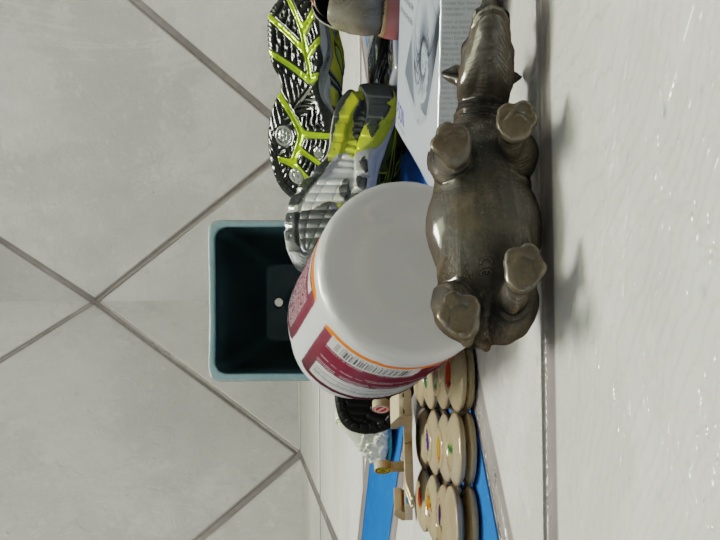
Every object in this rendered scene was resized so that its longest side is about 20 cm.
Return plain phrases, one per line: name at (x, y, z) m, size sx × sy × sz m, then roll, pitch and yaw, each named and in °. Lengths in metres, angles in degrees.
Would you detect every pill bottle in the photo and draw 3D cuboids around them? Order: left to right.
pill bottle at (0.012, 0.024, 0.757) m, size 0.200 × 0.114 × 0.114 m, roll 126°, pitch 144°, yaw -72°

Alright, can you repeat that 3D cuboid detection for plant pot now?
plant pot at (-0.083, 0.041, 1.460) m, size 0.200 × 0.195 × 0.197 m, roll 49°, pitch -139°, yaw -86°

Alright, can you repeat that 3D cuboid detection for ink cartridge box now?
ink cartridge box at (0.055, -0.170, 0.757) m, size 0.200 × 0.041 × 0.200 m, roll -106°, pitch 17°, yaw -70°

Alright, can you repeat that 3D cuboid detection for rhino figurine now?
rhino figurine at (0.063, -0.053, 0.581) m, size 0.087 × 0.060 × 0.200 m, roll 72°, pitch -161°, yaw -73°

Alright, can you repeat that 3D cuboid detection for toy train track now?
toy train track at (0.028, 0.161, 0.958) m, size 0.200 × 0.032 × 0.115 m, roll 85°, pitch -176°, yaw -54°

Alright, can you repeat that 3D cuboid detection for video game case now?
video game case at (0.028, -0.241, 1.127) m, size 0.200 × 0.023 × 0.182 m, roll 113°, pitch 157°, yaw -74°

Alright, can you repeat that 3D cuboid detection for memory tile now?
memory tile at (0.060, 0.129, 0.840) m, size 0.200 × 0.017 × 0.154 m, roll 137°, pitch 132°, yaw -82°

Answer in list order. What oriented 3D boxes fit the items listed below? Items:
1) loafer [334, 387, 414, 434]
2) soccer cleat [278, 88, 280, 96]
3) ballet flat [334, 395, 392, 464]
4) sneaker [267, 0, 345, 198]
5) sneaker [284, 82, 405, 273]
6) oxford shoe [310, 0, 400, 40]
loafer at (0.021, 0.048, 1.016) m, size 0.071 × 0.073 × 0.200 m, roll -102°, pitch 22°, yaw -82°
soccer cleat at (-0.007, -0.119, 1.153) m, size 0.200 × 0.073 × 0.068 m, roll 57°, pitch 150°, yaw 15°
ballet flat at (0.005, 0.134, 1.156) m, size 0.200 × 0.072 × 0.072 m, roll 95°, pitch 172°, yaw -50°
sneaker at (-0.042, -0.164, 1.086) m, size 0.076 × 0.075 × 0.200 m, roll -25°, pitch -58°, yaw -59°
sneaker at (-0.001, -0.073, 1.029) m, size 0.200 × 0.074 × 0.085 m, roll -66°, pitch -34°, yaw -23°
oxford shoe at (-0.009, -0.255, 1.023) m, size 0.200 × 0.075 × 0.071 m, roll -114°, pitch 26°, yaw -70°
